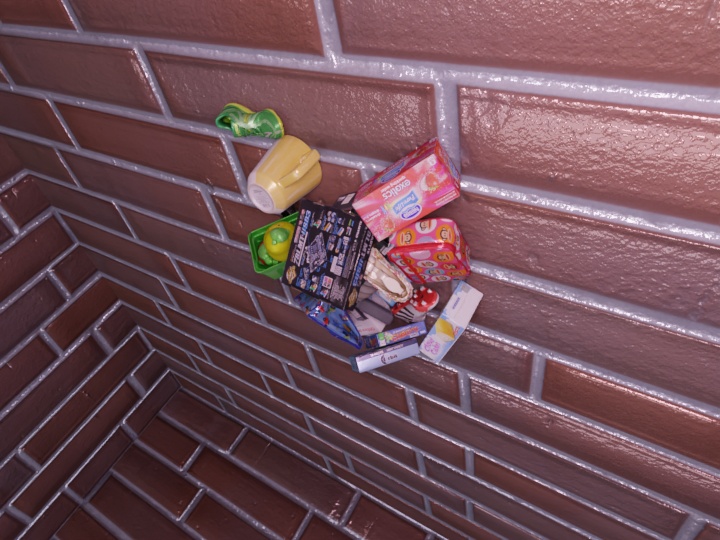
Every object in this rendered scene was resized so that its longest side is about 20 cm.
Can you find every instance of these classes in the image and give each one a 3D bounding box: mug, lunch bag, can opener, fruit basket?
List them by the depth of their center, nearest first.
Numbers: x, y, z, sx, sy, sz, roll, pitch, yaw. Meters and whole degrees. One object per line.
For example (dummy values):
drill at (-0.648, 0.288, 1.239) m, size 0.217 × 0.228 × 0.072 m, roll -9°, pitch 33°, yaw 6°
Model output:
lunch bag at (0.140, -0.038, 1.128) m, size 0.172 × 0.084 × 0.200 m, roll -5°, pitch 157°, yaw 25°
mug at (-0.190, -0.228, 1.238) m, size 0.148 × 0.154 × 0.188 m, roll 34°, pitch 147°, yaw 7°
fruit basket at (-0.198, -0.079, 1.348) m, size 0.218 × 0.210 × 0.158 m, roll 101°, pitch 154°, yaw -54°
can opener at (0.008, 0.077, 1.400) m, size 0.198 × 0.067 × 0.053 m, roll 35°, pitch -168°, yaw -16°
lunch bag at (-0.068, 0.127, 1.421) m, size 0.200 × 0.094 × 0.150 m, roll 45°, pitch 175°, yaw -24°

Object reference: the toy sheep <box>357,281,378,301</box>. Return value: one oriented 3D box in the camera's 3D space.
toy sheep at (0.000, 0.000, 1.296) m, size 0.137 × 0.138 × 0.200 m, roll 40°, pitch 126°, yaw -5°

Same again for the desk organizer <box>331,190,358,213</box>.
desk organizer at (0.017, -0.139, 1.218) m, size 0.197 × 0.072 × 0.078 m, roll -5°, pitch 130°, yaw 47°

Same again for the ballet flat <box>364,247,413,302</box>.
ballet flat at (0.038, 0.001, 1.161) m, size 0.198 × 0.077 × 0.064 m, roll 34°, pitch -174°, yaw -5°

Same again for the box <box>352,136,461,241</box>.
box at (0.092, -0.159, 1.034) m, size 0.197 × 0.096 × 0.100 m, roll -28°, pitch 114°, yaw 27°

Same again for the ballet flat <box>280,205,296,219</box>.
ballet flat at (-0.197, -0.132, 1.446) m, size 0.065 × 0.057 × 0.203 m, roll 13°, pitch 139°, yaw 35°

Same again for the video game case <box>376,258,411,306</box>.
video game case at (0.040, -0.012, 1.361) m, size 0.198 × 0.018 × 0.144 m, roll 37°, pitch 131°, yaw 3°

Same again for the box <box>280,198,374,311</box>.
box at (-0.073, -0.038, 1.152) m, size 0.195 × 0.205 × 0.049 m, roll 19°, pitch -174°, yaw 35°

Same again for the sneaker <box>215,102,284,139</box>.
sneaker at (-0.263, -0.341, 1.238) m, size 0.196 × 0.084 × 0.075 m, roll 18°, pitch 142°, yaw 28°

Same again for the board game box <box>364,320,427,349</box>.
board game box at (0.090, 0.177, 1.418) m, size 0.200 × 0.132 × 0.035 m, roll 130°, pitch 125°, yaw -77°

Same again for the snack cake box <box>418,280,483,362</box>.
snack cake box at (0.222, 0.131, 1.297) m, size 0.066 × 0.116 × 0.202 m, roll 31°, pitch 146°, yaw 8°

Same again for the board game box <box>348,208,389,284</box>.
board game box at (-0.033, -0.025, 1.212) m, size 0.135 × 0.028 × 0.200 m, roll 40°, pitch 111°, yaw -6°

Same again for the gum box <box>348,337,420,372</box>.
gum box at (0.060, 0.231, 1.417) m, size 0.200 × 0.166 × 0.046 m, roll 123°, pitch 131°, yaw -78°

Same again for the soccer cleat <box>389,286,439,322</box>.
soccer cleat at (0.155, 0.097, 1.375) m, size 0.085 × 0.069 × 0.199 m, roll 39°, pitch 152°, yaw -17°

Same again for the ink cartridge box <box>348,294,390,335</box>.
ink cartridge box at (-0.020, 0.088, 1.512) m, size 0.146 × 0.086 × 0.201 m, roll -16°, pitch 117°, yaw 51°
